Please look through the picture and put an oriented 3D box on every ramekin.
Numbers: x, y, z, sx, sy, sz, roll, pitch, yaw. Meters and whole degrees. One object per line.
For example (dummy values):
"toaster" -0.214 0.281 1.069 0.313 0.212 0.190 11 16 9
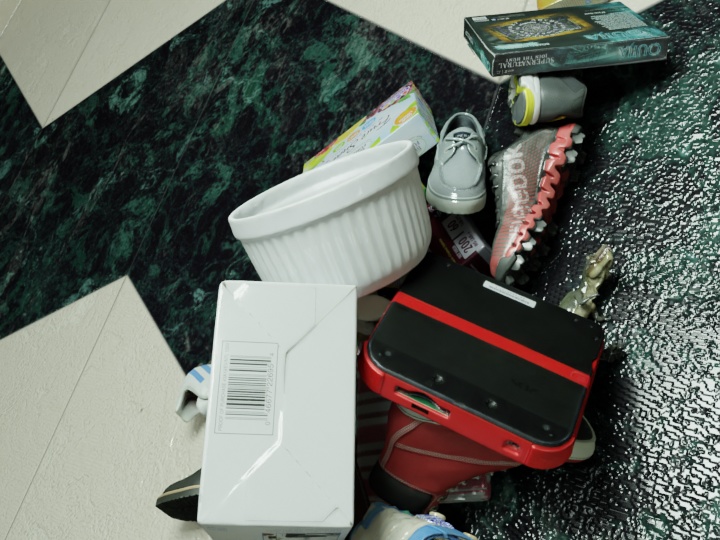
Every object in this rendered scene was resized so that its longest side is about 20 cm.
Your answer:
"ramekin" -0.021 -0.043 0.759 0.196 0.107 0.201 -21 15 6

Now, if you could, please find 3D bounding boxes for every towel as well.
"towel" 0.064 0.140 0.808 0.143 0.030 0.205 -10 68 24

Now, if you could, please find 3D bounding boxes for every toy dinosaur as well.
"toy dinosaur" 0.205 0.074 0.763 0.201 0.047 0.088 -51 40 8

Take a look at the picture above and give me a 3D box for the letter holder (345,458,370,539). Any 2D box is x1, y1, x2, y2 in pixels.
"letter holder" -0.067 0.247 0.811 0.139 0.101 0.204 -17 68 -11

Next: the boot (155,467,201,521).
"boot" -0.160 0.225 0.960 0.196 0.078 0.141 -17 49 15

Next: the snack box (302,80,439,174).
"snack box" 0.008 -0.156 1.028 0.198 0.053 0.143 -36 25 17

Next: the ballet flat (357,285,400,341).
"ballet flat" 0.054 0.045 0.767 0.194 0.071 0.072 3 61 5

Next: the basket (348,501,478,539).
"basket" 0.069 0.294 0.643 0.140 0.176 0.199 -52 34 -3

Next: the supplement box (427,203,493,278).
"supplement box" 0.061 0.014 0.906 0.199 0.061 0.110 -42 45 13

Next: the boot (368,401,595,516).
"boot" 0.111 0.179 0.720 0.073 0.195 0.147 -95 18 -64

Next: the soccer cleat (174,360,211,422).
"soccer cleat" -0.166 0.150 0.998 0.197 0.070 0.087 -25 27 35

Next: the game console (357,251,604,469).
"game console" 0.111 0.073 0.686 0.196 0.032 0.178 24 42 13

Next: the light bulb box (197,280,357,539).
"light bulb box" -0.069 0.141 0.694 0.121 0.201 0.203 3 65 -4

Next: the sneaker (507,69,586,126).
"sneaker" 0.218 -0.215 0.897 0.082 0.076 0.202 6 34 6

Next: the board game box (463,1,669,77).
"board game box" 0.226 -0.263 0.865 0.194 0.029 0.136 -7 35 -3

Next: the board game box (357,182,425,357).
"board game box" 0.000 0.000 0.859 0.131 0.029 0.205 -2 71 27

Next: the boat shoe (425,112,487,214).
"boat shoe" 0.113 -0.131 0.887 0.068 0.073 0.202 3 29 6

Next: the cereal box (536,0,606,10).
"cereal box" 0.318 -0.411 0.970 0.196 0.039 0.147 -15 55 32

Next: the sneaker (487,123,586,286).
"sneaker" 0.176 -0.079 0.847 0.096 0.071 0.204 18 74 24
